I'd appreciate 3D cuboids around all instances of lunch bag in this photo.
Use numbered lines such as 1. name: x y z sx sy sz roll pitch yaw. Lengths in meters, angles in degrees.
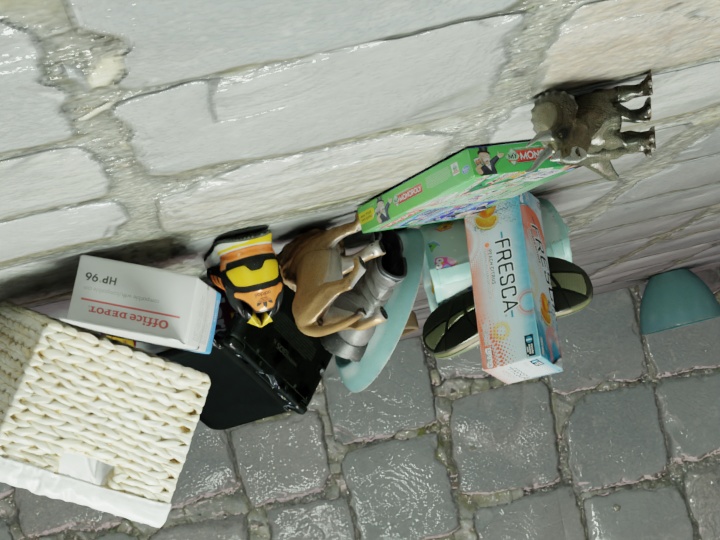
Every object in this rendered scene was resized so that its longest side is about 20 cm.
1. lunch bag: 0.155 -0.009 1.616 0.170 0.122 0.200 -13 175 0

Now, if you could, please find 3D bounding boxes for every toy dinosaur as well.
1. toy dinosaur: 0.185 -0.114 1.116 0.102 0.077 0.200 -3 180 9

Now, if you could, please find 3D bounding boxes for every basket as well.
1. basket: -0.284 0.140 1.372 0.198 0.161 0.200 23 175 -27

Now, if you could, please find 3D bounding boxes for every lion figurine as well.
1. lion figurine: -0.038 0.014 1.387 0.122 0.072 0.200 -27 -157 17

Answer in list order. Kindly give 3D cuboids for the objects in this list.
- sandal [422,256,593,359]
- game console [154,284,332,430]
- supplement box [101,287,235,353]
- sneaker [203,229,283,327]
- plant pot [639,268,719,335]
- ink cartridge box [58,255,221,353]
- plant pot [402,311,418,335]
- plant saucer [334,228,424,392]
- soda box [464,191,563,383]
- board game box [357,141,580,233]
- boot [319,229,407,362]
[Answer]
1. sandal: 0.163 0.045 1.515 0.201 0.080 0.057 -22 141 25
2. game console: -0.137 0.090 1.627 0.116 0.176 0.200 15 159 32
3. supplement box: -0.235 0.101 1.700 0.200 0.131 0.103 -10 172 -33
4. sneaker: -0.118 0.019 1.429 0.070 0.090 0.200 -12 173 -10
5. plant pot: 0.770 0.071 3.383 0.200 0.135 0.200 -14 173 -2
6. ink cartridge box: -0.206 0.033 1.321 0.116 0.068 0.200 10 174 2
7. plant pot: -0.024 0.063 1.960 0.201 0.093 0.201 -14 172 -2
8. plant saucer: 0.016 0.040 1.571 0.027 0.200 0.200 22 163 -14
9. soda box: 0.159 0.012 1.446 0.068 0.200 0.064 -16 156 26
10. board game box: 0.103 -0.081 1.322 0.135 0.029 0.200 -8 172 -32
11. boot: 0.000 0.000 1.523 0.070 0.200 0.132 18 114 -26
